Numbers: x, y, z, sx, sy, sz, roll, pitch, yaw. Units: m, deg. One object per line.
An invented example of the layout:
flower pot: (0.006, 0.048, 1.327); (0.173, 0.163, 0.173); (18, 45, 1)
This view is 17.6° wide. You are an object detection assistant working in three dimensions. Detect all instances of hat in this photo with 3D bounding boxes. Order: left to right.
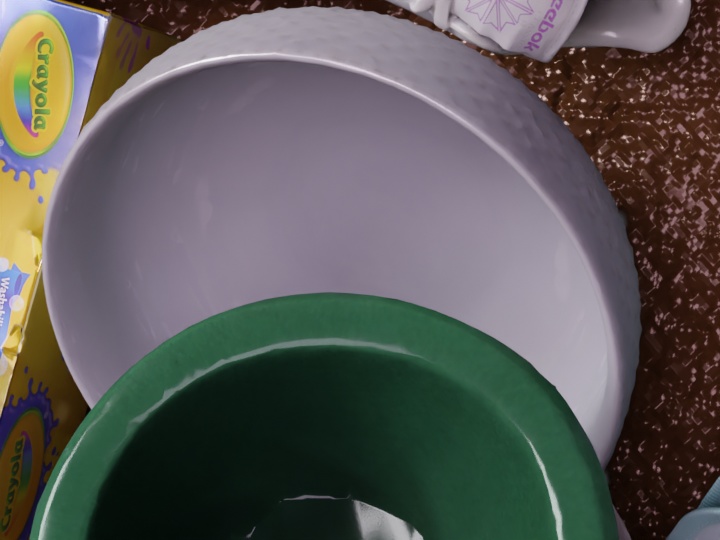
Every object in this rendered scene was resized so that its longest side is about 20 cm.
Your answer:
hat: (-0.007, 0.113, 0.737); (0.198, 0.176, 0.167); (10, 71, 17)

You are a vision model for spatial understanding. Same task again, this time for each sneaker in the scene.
sneaker: (0.022, -0.116, 0.724); (0.075, 0.199, 0.100); (-62, 36, 29)

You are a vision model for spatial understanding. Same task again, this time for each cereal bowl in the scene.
cereal bowl: (0.000, 0.000, 0.767); (0.199, 0.083, 0.201); (10, 124, 15)

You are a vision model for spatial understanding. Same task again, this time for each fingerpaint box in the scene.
fingerpaint box: (-0.172, -0.012, 0.850); (0.166, 0.073, 0.202); (16, 93, 19)

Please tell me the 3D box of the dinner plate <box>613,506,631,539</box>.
dinner plate: (0.000, 0.096, 0.766); (0.199, 0.024, 0.201); (11, 126, 15)

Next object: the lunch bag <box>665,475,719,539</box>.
lunch bag: (0.190, 0.093, 0.706); (0.170, 0.122, 0.201); (41, 110, 14)
